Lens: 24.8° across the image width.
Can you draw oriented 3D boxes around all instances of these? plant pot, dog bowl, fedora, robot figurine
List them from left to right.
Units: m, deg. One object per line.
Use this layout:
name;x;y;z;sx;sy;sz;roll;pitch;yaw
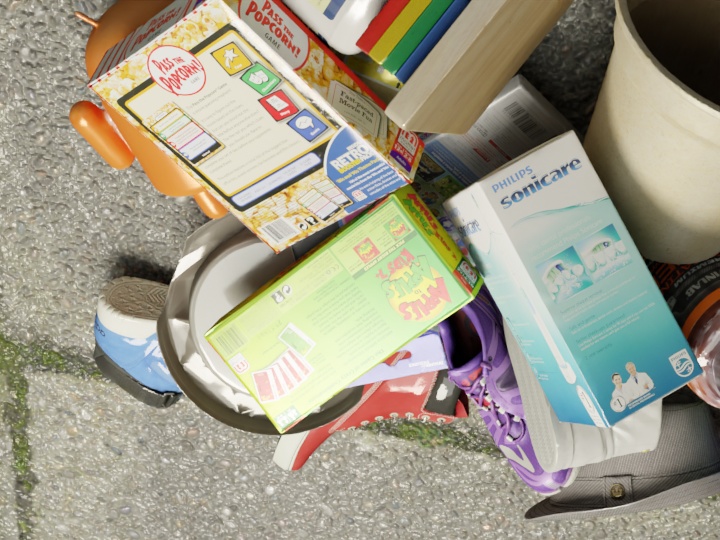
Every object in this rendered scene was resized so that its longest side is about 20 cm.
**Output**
robot figurine;-0.144;-0.139;1.299;0.144;0.117;0.200;-7;124;35
dog bowl;-0.071;0.036;1.382;0.199;0.059;0.201;0;104;2
fedora;0.230;0.152;1.416;0.200;0.177;0.091;-11;92;38
plant pot;0.248;-0.110;1.201;0.200;0.201;0.184;20;137;-2

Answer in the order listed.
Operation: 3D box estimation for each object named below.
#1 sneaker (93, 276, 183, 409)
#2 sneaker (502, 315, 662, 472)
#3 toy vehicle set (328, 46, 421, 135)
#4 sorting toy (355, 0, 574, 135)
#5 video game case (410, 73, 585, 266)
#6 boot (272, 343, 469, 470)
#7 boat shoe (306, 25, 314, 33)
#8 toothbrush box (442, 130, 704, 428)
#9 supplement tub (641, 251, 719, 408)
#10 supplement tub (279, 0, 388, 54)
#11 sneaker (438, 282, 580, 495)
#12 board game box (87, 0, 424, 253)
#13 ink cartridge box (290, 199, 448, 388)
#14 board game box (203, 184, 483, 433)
sneaker;-0.144;0.079;1.481;0.199;0.077;0.111;12;134;-6
sneaker;0.185;0.059;1.342;0.115;0.201;0.074;-7;166;-15
toy vehicle set;0.039;-0.170;1.292;0.124;0.027;0.200;23;126;-4
sorting toy;0.090;-0.194;1.140;0.070;0.199;0.200;41;103;10
video game case;0.090;-0.066;1.332;0.200;0.018;0.143;-30;131;27
boot;0.015;0.130;1.484;0.144;0.072;0.200;27;122;-9
boat shoe;-0.057;-0.163;1.257;0.070;0.066;0.200;-17;143;21
toothbrush box;0.153;0.010;1.218;0.085;0.146;0.200;-30;89;-8
supplement tub;0.278;0.037;1.266;0.107;0.200;0.107;-8;118;-15
supplement tub;-0.036;-0.267;1.152;0.200;0.145;0.145;41;124;1
sneaker;0.112;0.102;1.381;0.081;0.083;0.200;-38;74;34
board game box;-0.076;-0.113;1.193;0.151;0.046;0.200;-26;122;39
ink cartridge box;0.000;0.000;1.315;0.094;0.037;0.201;-12;107;16
board game box;-0.014;0.029;1.283;0.200;0.048;0.102;-36;96;21
